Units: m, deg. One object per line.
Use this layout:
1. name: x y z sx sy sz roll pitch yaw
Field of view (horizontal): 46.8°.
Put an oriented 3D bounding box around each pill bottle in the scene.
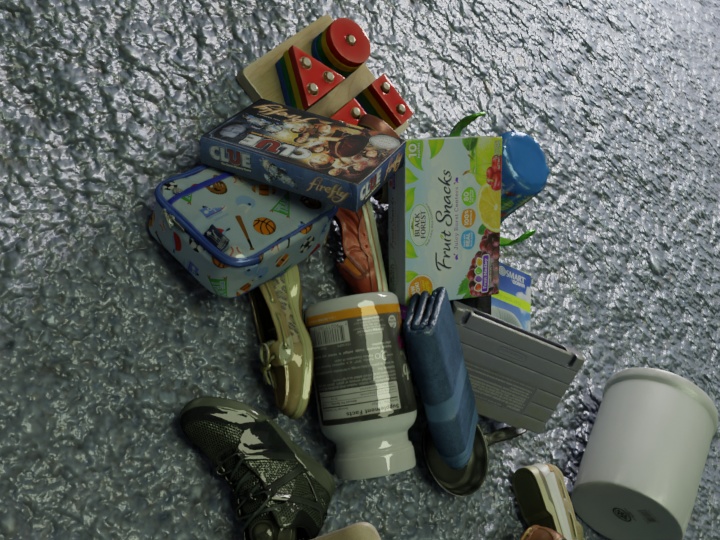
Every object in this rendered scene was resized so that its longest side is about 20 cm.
1. pill bottle: 0.003 0.132 0.965 0.115 0.116 0.203 -5 82 -39

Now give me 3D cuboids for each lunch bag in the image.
1. lunch bag: -0.136 -0.064 0.945 0.160 0.076 0.199 43 45 18

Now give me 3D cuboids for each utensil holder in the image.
1. utensil holder: 0.407 0.271 1.200 0.170 0.169 0.201 44 54 -15

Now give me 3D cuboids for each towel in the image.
1. towel: 0.096 0.130 0.999 0.112 0.048 0.202 -63 141 -59

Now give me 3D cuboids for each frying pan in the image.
1. frying pan: 0.142 0.217 1.101 0.190 0.031 0.116 -36 95 -44

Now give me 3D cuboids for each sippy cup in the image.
1. sippy cup: 0.200 -0.136 1.221 0.178 0.130 0.140 41 53 -19

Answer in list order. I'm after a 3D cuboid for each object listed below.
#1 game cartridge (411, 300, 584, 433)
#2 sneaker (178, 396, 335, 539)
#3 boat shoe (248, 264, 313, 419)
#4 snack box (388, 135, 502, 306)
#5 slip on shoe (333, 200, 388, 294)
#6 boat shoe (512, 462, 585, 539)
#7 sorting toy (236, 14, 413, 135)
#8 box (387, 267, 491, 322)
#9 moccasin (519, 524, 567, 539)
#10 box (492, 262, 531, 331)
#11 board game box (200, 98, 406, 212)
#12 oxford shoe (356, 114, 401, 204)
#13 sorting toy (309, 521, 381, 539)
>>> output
1. game cartridge: 0.178 0.130 1.088 0.198 0.130 0.038 22 22 -16
2. sneaker: -0.111 0.218 0.861 0.199 0.076 0.115 45 28 -20
3. boat shoe: -0.098 0.073 0.952 0.062 0.073 0.202 4 58 -27
4. snack box: 0.106 -0.065 1.045 0.141 0.053 0.203 -6 102 -23
5. slip on shoe: 0.000 0.000 1.063 0.060 0.074 0.202 -11 85 -4
6. boat shoe: 0.267 0.358 1.113 0.068 0.075 0.202 -3 75 -35
7. sorting toy: -0.030 -0.238 1.123 0.199 0.069 0.200 52 50 -10
8. box: 0.108 -0.004 1.130 0.141 0.036 0.202 10 66 -11
9. moccasin: 0.181 0.403 1.031 0.202 0.077 0.074 -53 124 -19
10. box: 0.187 0.065 1.187 0.121 0.048 0.202 21 62 -30
11. board game box: -0.064 -0.136 0.953 0.198 0.035 0.136 19 36 17
12. oxford shoe: 0.047 -0.107 1.076 0.200 0.070 0.075 44 74 -28
13. sorting toy: -0.034 0.357 0.819 0.187 0.199 0.036 64 22 2
